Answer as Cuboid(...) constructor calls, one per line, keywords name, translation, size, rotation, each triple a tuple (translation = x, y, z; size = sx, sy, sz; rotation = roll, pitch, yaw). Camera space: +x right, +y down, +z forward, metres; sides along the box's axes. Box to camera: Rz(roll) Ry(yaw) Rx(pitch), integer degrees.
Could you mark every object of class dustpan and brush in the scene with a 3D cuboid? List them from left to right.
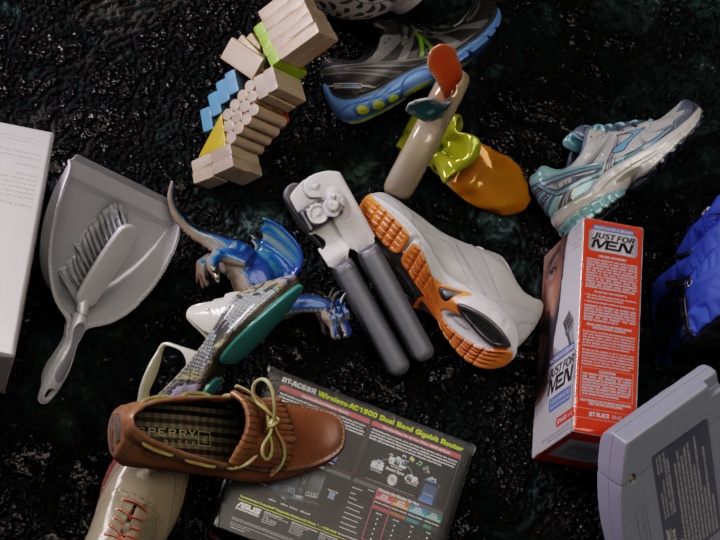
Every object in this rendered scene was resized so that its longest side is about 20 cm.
Cuboid(name="dustpan and brush", translation=(-0.235, 0.018, 1.469), size=(0.139, 0.057, 0.200), rotation=(27, 96, -47))

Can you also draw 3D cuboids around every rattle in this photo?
Cuboid(name="rattle", translation=(0.100, -0.114, 1.532), size=(0.143, 0.200, 0.130), rotation=(42, 62, 4))

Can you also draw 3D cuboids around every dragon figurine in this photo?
Cuboid(name="dragon figurine", translation=(-0.090, -0.006, 1.524), size=(0.099, 0.059, 0.200), rotation=(-34, 86, -24))

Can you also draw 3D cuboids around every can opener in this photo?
Cuboid(name="can opener", translation=(0.000, 0.000, 1.548), size=(0.053, 0.066, 0.200), rotation=(-30, 89, -10))

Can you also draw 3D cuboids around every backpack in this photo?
Cuboid(name="backpack", translation=(0.362, 0.010, 1.555), size=(0.162, 0.200, 0.168), rotation=(2, 71, -13))

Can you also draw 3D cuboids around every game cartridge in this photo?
Cuboid(name="game cartridge", translation=(0.268, 0.192, 1.491), size=(0.133, 0.200, 0.042), rotation=(-28, 37, -19))

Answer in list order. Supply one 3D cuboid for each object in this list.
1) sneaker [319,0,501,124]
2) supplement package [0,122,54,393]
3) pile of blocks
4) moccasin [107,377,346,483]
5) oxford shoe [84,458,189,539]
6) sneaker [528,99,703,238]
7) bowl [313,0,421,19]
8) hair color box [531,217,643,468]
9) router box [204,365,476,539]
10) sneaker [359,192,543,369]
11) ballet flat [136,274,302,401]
Cuboid(name="sneaker", translation=(0.050, -0.213, 1.626), size=(0.199, 0.071, 0.083), rotation=(-29, 86, -18))
Cuboid(name="supplement package", translation=(-0.335, -0.015, 1.434), size=(0.121, 0.120, 0.200), rotation=(11, 69, -11))
Cuboid(name="pile of blocks", translation=(-0.089, -0.163, 1.565), size=(0.082, 0.062, 0.200), rotation=(40, 101, 32))
Cuboid(name="moccasin", translation=(-0.101, 0.128, 1.387), size=(0.201, 0.078, 0.074), rotation=(11, 68, -25))
Cuboid(name="oxford shoe", translation=(-0.187, 0.212, 1.393), size=(0.070, 0.075, 0.200), rotation=(22, 82, -7))
Cuboid(name="sneaker", translation=(0.245, -0.116, 1.639), size=(0.200, 0.078, 0.086), rotation=(-38, 80, -23))
Cuboid(name="bowl", translation=(0.027, -0.303, 1.604), size=(0.094, 0.201, 0.201), rotation=(36, 65, -20))
Cuboid(name="hair color box", translation=(0.205, 0.067, 1.545), size=(0.064, 0.111, 0.200), rotation=(11, 68, -10))
Cuboid(name="router box", translation=(-0.017, 0.189, 1.472), size=(0.200, 0.062, 0.150), rotation=(22, 68, -5))
Cuboid(name="sneaker", translation=(0.081, -0.001, 1.570), size=(0.200, 0.076, 0.092), rotation=(46, 46, 8))
Cuboid(name="ballet flat", translation=(-0.133, 0.069, 1.453), size=(0.072, 0.072, 0.200), rotation=(38, 95, 1))
